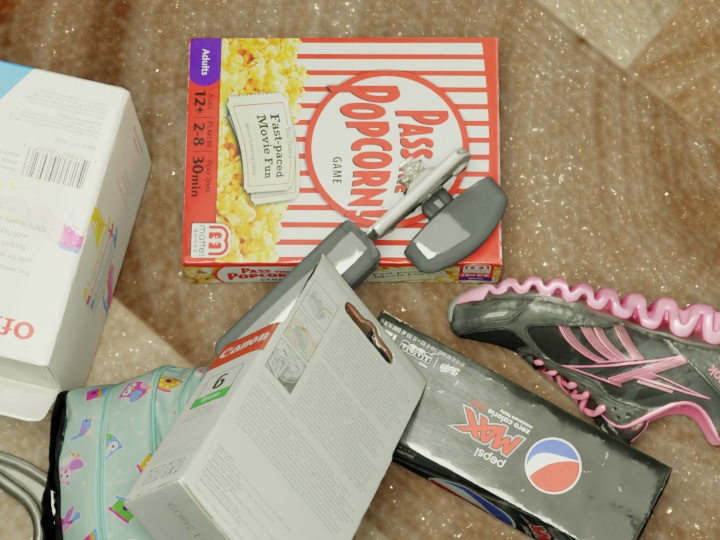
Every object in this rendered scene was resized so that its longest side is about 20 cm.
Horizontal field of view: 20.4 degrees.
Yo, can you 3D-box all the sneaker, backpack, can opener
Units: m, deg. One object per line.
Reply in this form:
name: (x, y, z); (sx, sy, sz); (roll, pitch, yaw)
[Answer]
sneaker: (0.148, 0.059, 1.218); (0.199, 0.079, 0.096); (10, 84, 5)
backpack: (-0.113, 0.155, 1.146); (0.126, 0.167, 0.201); (-11, 57, 7)
can opener: (0.000, 0.000, 1.195); (0.200, 0.053, 0.067); (-39, 81, -5)

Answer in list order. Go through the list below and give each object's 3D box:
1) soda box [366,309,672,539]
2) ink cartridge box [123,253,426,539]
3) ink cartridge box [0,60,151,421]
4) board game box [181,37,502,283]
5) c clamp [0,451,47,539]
soda box: (0.082, 0.106, 1.202); (0.199, 0.063, 0.071); (28, 75, 10)
ink cartridge box: (-0.041, 0.094, 1.106); (0.109, 0.050, 0.200); (51, 39, -18)
ink cartridge box: (-0.219, -0.010, 1.209); (0.128, 0.125, 0.201); (14, 73, 5)
board game box: (-0.010, -0.070, 1.266); (0.198, 0.046, 0.153); (-1, 73, 1)
c clamp: (-0.272, 0.182, 1.202); (0.171, 0.027, 0.200); (40, 78, 12)
